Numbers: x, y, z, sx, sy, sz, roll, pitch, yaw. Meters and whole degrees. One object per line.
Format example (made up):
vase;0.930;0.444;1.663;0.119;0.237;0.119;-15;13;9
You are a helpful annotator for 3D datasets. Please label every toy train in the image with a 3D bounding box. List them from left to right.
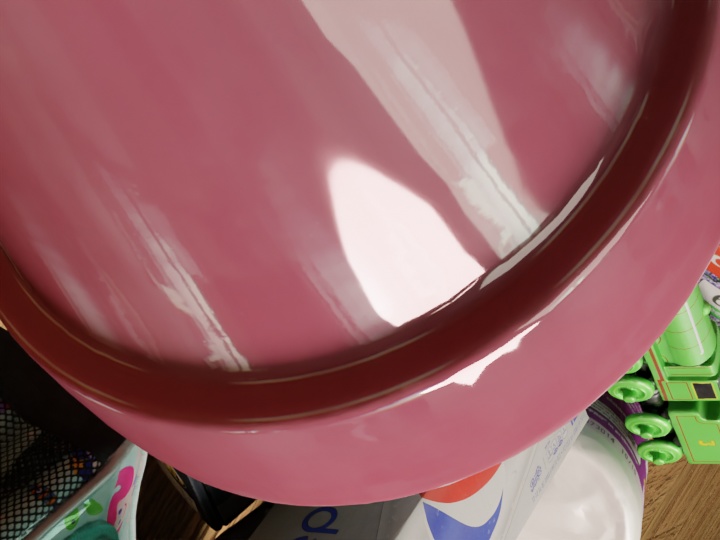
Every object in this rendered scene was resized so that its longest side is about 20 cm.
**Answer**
toy train;0.137;0.036;0.903;0.200;0.056;0.042;58;37;-55

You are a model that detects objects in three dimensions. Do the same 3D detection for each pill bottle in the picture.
pill bottle;0.096;0.087;1.045;0.200;0.111;0.113;-65;180;-66

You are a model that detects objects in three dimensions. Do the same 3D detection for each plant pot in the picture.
plant pot;-0.027;-0.072;0.440;0.201;0.199;0.179;-53;146;-9

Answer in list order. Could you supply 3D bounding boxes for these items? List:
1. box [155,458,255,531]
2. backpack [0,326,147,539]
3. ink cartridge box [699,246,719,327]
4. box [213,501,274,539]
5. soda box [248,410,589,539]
box;0.000;0.000;0.742;0.200;0.046;0.159;-41;164;-12
backpack;-0.140;0.133;0.544;0.200;0.150;0.178;-37;155;-35
ink cartridge box;0.192;-0.033;0.909;0.109;0.050;0.200;-58;180;-20
box;-0.085;0.148;0.802;0.110;0.035;0.200;-40;175;39
soda box;0.019;0.095;0.799;0.200;0.068;0.064;-51;130;-42
